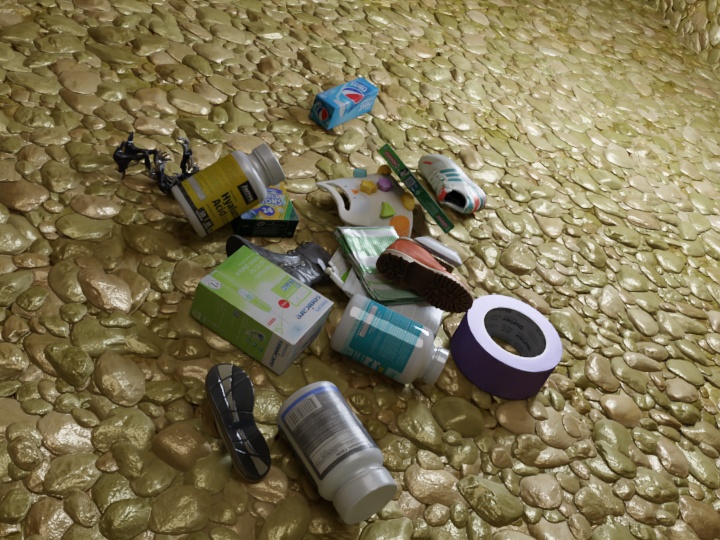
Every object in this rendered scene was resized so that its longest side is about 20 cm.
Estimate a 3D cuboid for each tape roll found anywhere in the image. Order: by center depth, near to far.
[{"bbox_3d":[0.281,0.146,1.702,0.200,0.085,0.200,14,40,-12],"label":"tape roll"}]

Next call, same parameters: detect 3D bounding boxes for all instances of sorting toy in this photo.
[{"bbox_3d":[0.001,-0.148,1.864,0.180,0.107,0.200,-5,46,-40],"label":"sorting toy"}]

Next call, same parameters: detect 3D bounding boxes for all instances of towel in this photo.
[{"bbox_3d":[0.049,-0.014,1.730,0.152,0.023,0.200,-3,46,-35],"label":"towel"}]

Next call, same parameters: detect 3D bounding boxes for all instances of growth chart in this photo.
[{"bbox_3d":[0.000,0.000,1.746,0.145,0.018,0.200,40,33,-11],"label":"growth chart"}]

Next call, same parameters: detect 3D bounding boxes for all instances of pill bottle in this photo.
[{"bbox_3d":[-0.036,0.279,1.354,0.114,0.114,0.200,-12,51,-37],"label":"pill bottle"},{"bbox_3d":[0.054,0.131,1.576,0.200,0.111,0.111,26,38,2],"label":"pill bottle"},{"bbox_3d":[-0.248,-0.159,1.681,0.200,0.111,0.111,-32,58,-8],"label":"pill bottle"}]

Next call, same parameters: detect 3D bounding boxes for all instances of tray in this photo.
[{"bbox_3d":[0.160,-0.042,1.811,0.107,0.022,0.200,28,1,3],"label":"tray"}]

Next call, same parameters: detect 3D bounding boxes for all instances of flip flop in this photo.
[{"bbox_3d":[-0.196,0.237,1.371,0.081,0.058,0.200,-5,62,-39],"label":"flip flop"}]

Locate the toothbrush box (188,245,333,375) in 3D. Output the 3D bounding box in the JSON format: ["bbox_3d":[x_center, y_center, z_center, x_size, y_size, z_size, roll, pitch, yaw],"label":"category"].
[{"bbox_3d":[-0.174,0.067,1.550,0.200,0.086,0.146,34,39,9],"label":"toothbrush box"}]

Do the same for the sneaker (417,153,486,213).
[{"bbox_3d":[0.201,-0.203,2.074,0.200,0.070,0.093,43,36,18],"label":"sneaker"}]

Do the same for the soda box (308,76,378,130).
[{"bbox_3d":[-0.040,-0.417,2.198,0.064,0.068,0.200,37,39,15],"label":"soda box"}]

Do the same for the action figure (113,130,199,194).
[{"bbox_3d":[-0.382,-0.209,1.747,0.200,0.102,0.119,23,26,0],"label":"action figure"}]

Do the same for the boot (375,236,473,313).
[{"bbox_3d":[0.136,0.003,1.697,0.200,0.075,0.107,32,32,3],"label":"boot"}]

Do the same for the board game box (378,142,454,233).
[{"bbox_3d":[0.123,-0.178,1.927,0.200,0.029,0.135,45,8,-42],"label":"board game box"}]

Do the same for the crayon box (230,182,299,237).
[{"bbox_3d":[-0.217,-0.153,1.810,0.126,0.052,0.200,0,44,-29],"label":"crayon box"}]

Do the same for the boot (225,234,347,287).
[{"bbox_3d":[-0.142,-0.019,1.694,0.200,0.069,0.174,38,34,10],"label":"boot"}]

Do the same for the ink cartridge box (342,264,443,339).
[{"bbox_3d":[0.068,0.049,1.726,0.200,0.057,0.163,23,37,1],"label":"ink cartridge box"}]
